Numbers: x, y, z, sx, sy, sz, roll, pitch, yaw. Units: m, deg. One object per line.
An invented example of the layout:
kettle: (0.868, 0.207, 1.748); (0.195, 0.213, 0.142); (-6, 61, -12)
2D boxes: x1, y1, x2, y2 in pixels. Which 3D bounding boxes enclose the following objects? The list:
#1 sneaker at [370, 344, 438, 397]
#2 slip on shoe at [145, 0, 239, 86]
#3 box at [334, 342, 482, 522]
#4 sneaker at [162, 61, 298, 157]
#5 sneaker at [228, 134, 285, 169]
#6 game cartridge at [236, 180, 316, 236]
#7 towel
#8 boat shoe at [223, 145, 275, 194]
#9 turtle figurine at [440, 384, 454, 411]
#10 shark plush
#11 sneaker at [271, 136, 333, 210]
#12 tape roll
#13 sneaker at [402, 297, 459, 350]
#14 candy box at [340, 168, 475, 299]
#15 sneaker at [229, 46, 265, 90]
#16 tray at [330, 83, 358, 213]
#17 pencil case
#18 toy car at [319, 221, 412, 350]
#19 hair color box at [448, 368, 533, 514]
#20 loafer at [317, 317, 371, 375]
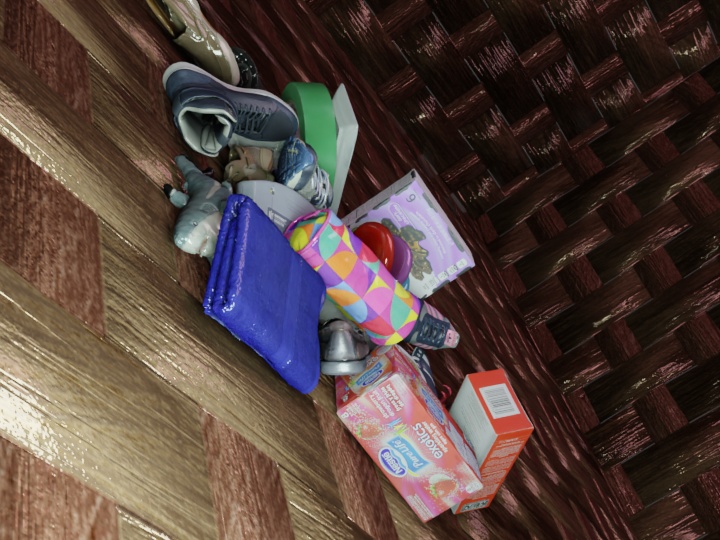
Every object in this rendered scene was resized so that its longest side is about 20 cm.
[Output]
sneaker: (0.058, 0.142, 1.490); (0.200, 0.070, 0.109); (55, 15, -43)
slip on shoe: (-0.261, -0.361, 1.567); (0.061, 0.076, 0.201); (-43, 112, -38)
box: (0.060, 0.201, 1.282); (0.200, 0.095, 0.100); (53, 11, -19)
sneaker: (-0.163, -0.194, 1.361); (0.201, 0.077, 0.146); (16, 27, -29)
sneaker: (-0.134, -0.168, 1.487); (0.201, 0.088, 0.075); (62, 12, 21)
game cartridge: (-0.096, -0.034, 1.266); (0.200, 0.041, 0.134); (32, 61, -60)
towel: (-0.100, 0.028, 1.096); (0.200, 0.049, 0.149); (53, 34, -51)
boat shoe: (-0.152, -0.113, 1.352); (0.064, 0.073, 0.200); (14, 28, -12)
turtle figurine: (0.167, 0.246, 1.577); (0.100, 0.151, 0.200); (24, -12, -19)
shark plush: (-0.182, -0.085, 1.147); (0.083, 0.091, 0.201); (12, 43, -28)
sneaker: (-0.072, -0.118, 1.350); (0.200, 0.085, 0.078); (141, -40, -73)
tape roll: (-0.084, -0.177, 1.512); (0.200, 0.048, 0.202); (180, -90, -72)
sneaker: (0.105, 0.085, 1.522); (0.082, 0.071, 0.200); (23, 3, 13)
candy box: (0.050, -0.029, 1.588); (0.168, 0.199, 0.072); (53, 12, -15)
sneaker: (-0.177, -0.268, 1.657); (0.091, 0.076, 0.201); (37, 28, -84)
tray: (-0.043, -0.164, 1.496); (0.108, 0.022, 0.201); (-106, -156, -43)
pencil case: (-0.009, 0.009, 1.252); (0.200, 0.088, 0.089); (45, 16, -32)
toy car: (0.000, 0.000, 1.437); (0.200, 0.149, 0.176); (39, 20, -55)
hair color box: (0.161, 0.237, 1.401); (0.201, 0.061, 0.102); (109, -34, -45)
loafer: (-0.022, 0.083, 1.229); (0.200, 0.071, 0.064); (-139, -134, -85)
